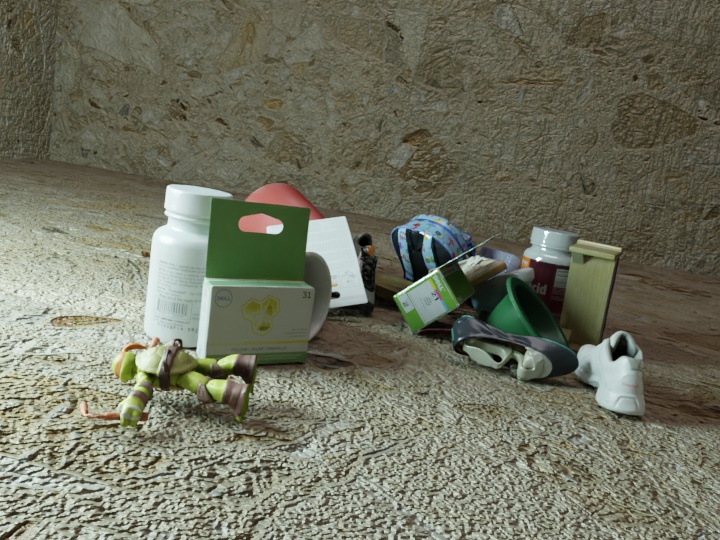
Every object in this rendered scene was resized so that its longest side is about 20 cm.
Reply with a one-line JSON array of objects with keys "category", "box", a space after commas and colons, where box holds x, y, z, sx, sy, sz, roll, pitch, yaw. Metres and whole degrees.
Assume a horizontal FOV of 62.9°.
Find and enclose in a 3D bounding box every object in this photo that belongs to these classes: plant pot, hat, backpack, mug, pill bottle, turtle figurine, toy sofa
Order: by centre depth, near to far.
[{"category": "turtle figurine", "box": [-0.192, 0.104, 0.625, 0.157, 0.066, 0.200, 9, 11, -4]}, {"category": "pill bottle", "box": [-0.230, -0.008, 0.807, 0.112, 0.205, 0.114, 9, 11, -2]}, {"category": "mug", "box": [-0.155, 0.042, 0.925, 0.196, 0.180, 0.134, 11, 46, 30]}, {"category": "hat", "box": [0.242, 0.123, 1.037, 0.201, 0.175, 0.165, 53, 26, 5]}, {"category": "toy sofa", "box": [0.423, 0.050, 1.090, 0.082, 0.205, 0.097, 15, 17, 33]}, {"category": "pill bottle", "box": [0.384, 0.019, 1.216, 0.111, 0.205, 0.114, 9, 10, -2]}, {"category": "plant pot", "box": [0.080, 0.042, 1.255, 0.196, 0.028, 0.200, 16, 8, -2]}, {"category": "plant pot", "box": [-0.152, -0.071, 1.295, 0.197, 0.205, 0.176, 0, 24, -41]}, {"category": "backpack", "box": [0.166, -0.048, 1.323, 0.180, 0.202, 0.135, 17, 58, 38]}]

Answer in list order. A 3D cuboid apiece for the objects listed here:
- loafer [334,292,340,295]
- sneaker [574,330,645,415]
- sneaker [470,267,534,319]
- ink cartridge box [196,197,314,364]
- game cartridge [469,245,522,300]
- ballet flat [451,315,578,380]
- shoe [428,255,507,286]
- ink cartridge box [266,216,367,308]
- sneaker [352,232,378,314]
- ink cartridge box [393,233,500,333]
[{"category": "loafer", "box": [-0.091, 0.011, 1.191, 0.197, 0.070, 0.076, 25, 25, -13]}, {"category": "sneaker", "box": [0.380, 0.135, 0.878, 0.076, 0.102, 0.200, 9, 11, 1]}, {"category": "sneaker", "box": [0.284, 0.050, 1.149, 0.072, 0.084, 0.200, -16, -9, -18]}, {"category": "ink cartridge box", "box": [-0.130, 0.017, 0.762, 0.143, 0.205, 0.048, 2, 12, -30]}, {"category": "game cartridge", "box": [0.288, 0.015, 1.337, 0.038, 0.131, 0.200, 32, 3, -10]}, {"category": "ballet flat", "box": [0.229, 0.130, 0.895, 0.196, 0.075, 0.073, 19, 12, 14]}, {"category": "shoe", "box": [0.208, 0.004, 1.179, 0.069, 0.054, 0.199, -27, 3, -36]}, {"category": "ink cartridge box", "box": [-0.083, -0.003, 1.088, 0.156, 0.048, 0.203, -8, 56, -12]}, {"category": "sneaker", "box": [0.000, 0.000, 1.144, 0.073, 0.079, 0.202, 32, 30, -32]}, {"category": "ink cartridge box", "box": [0.174, 0.020, 1.055, 0.198, 0.077, 0.147, -33, -6, 23]}]
